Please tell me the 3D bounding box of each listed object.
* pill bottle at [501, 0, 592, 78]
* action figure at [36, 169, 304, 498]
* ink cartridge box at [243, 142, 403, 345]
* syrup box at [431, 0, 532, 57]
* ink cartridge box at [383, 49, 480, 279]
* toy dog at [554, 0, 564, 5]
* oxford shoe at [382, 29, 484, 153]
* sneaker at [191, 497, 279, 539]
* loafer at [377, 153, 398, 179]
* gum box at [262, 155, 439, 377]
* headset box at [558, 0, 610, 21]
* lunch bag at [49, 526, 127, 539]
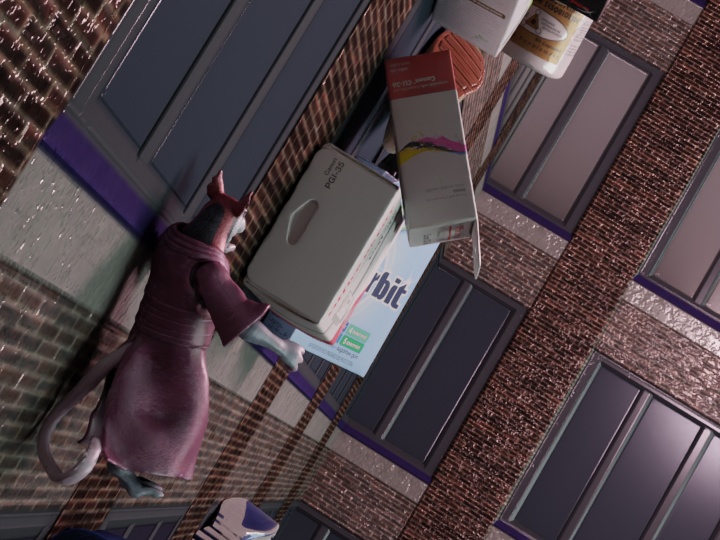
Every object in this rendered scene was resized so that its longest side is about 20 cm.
[{"bbox_3d":[0.269,-0.372,2.016,0.202,0.114,0.114,-62,173,17],"label":"pill bottle"},{"bbox_3d":[-0.124,0.031,0.950,0.148,0.134,0.202,8,104,-37],"label":"action figure"},{"bbox_3d":[-0.030,-0.018,1.383,0.148,0.082,0.200,-59,174,-5],"label":"ink cartridge box"},{"bbox_3d":[0.133,-0.298,1.409,0.079,0.081,0.200,-57,175,-23],"label":"syrup box"},{"bbox_3d":[0.068,-0.092,1.410,0.117,0.067,0.203,66,15,-82],"label":"ink cartridge box"},{"bbox_3d":[0.245,-0.371,1.581,0.133,0.095,0.202,-89,180,-48],"label":"toy dog"},{"bbox_3d":[0.073,-0.192,1.579,0.074,0.071,0.200,-32,-166,38],"label":"oxford shoe"},{"bbox_3d":[-0.197,0.392,2.035,0.116,0.080,0.199,-58,168,21],"label":"sneaker"},{"bbox_3d":[0.012,-0.052,1.656,0.201,0.071,0.063,-57,170,0],"label":"loafer"},{"bbox_3d":[0.000,0.000,1.589,0.201,0.044,0.170,-60,147,1],"label":"gum box"},{"bbox_3d":[0.204,-0.351,1.419,0.075,0.148,0.200,-57,175,-26],"label":"headset box"},{"bbox_3d":[-0.215,0.309,1.162,0.201,0.135,0.132,-58,173,-12],"label":"lunch bag"}]
